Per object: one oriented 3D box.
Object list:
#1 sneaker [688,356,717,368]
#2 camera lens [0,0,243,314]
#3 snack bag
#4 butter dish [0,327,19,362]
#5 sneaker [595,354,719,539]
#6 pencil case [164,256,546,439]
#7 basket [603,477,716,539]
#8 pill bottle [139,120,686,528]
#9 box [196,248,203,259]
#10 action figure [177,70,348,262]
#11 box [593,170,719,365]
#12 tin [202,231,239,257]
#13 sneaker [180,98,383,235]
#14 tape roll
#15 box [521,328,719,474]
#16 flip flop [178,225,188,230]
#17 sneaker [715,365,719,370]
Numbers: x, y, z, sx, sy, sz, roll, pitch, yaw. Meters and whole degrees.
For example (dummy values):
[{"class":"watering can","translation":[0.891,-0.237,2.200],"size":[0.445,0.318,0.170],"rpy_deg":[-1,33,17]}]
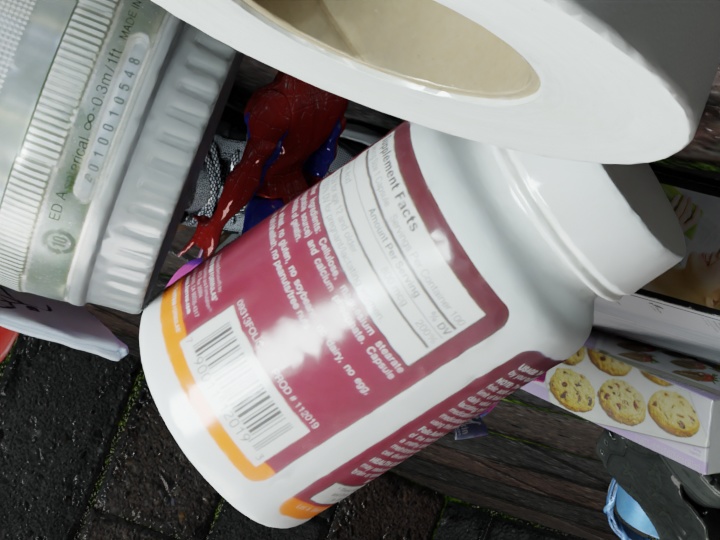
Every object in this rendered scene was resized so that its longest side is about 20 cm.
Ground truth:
[{"class":"sneaker","translation":[0.207,0.084,1.184],"size":[0.200,0.091,0.067],"rpy_deg":[25,155,6]},{"class":"camera lens","translation":[-0.157,-0.084,0.829],"size":[0.200,0.160,0.160],"rpy_deg":[21,172,-3]},{"class":"snack bag","translation":[-0.224,-0.011,1.029],"size":[0.200,0.021,0.189],"rpy_deg":[20,-175,-28]},{"class":"butter dish","translation":[-0.268,-0.073,1.219],"size":[0.199,0.200,0.148],"rpy_deg":[22,148,-3]},{"class":"sneaker","translation":[0.157,0.080,1.127],"size":[0.200,0.060,0.104],"rpy_deg":[55,156,0]},{"class":"pencil case","translation":[-0.011,0.033,0.989],"size":[0.200,0.089,0.088],"rpy_deg":[2,161,43]},{"class":"basket","translation":[0.238,0.138,1.276],"size":[0.176,0.139,0.200],"rpy_deg":[21,-158,-6]},{"class":"pill bottle","translation":[0.021,0.007,0.810],"size":[0.114,0.200,0.114],"rpy_deg":[49,-162,-23]},{"class":"box","translation":[-0.013,0.024,1.379],"size":[0.200,0.097,0.176],"rpy_deg":[21,171,-2]},{"class":"action figure","translation":[-0.039,-0.020,0.902],"size":[0.052,0.201,0.065],"rpy_deg":[22,-155,34]},{"class":"box","translation":[0.156,0.001,0.953],"size":[0.200,0.060,0.117],"rpy_deg":[17,171,29]},{"class":"tin","translation":[0.000,0.000,1.101],"size":[0.200,0.112,0.042],"rpy_deg":[8,130,39]},{"class":"sneaker","translation":[-0.063,-0.041,1.038],"size":[0.200,0.076,0.114],"rpy_deg":[20,-159,32]},{"class":"tape roll","translation":[0.016,-0.102,0.605],"size":[0.202,0.071,0.202],"rpy_deg":[21,171,3]},{"class":"box","translation":[0.121,0.052,1.031],"size":[0.039,0.042,0.200],"rpy_deg":[-6,-161,-35]},{"class":"flip flop","translation":[-0.126,-0.056,1.196],"size":[0.081,0.057,0.200],"rpy_deg":[64,-169,17]},{"class":"sneaker","translation":[0.268,0.067,1.071],"size":[0.082,0.074,0.200],"rpy_deg":[25,179,-22]}]
